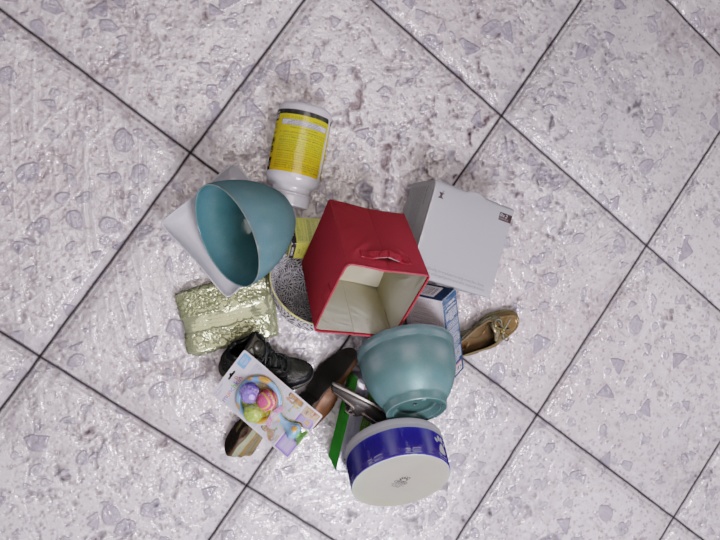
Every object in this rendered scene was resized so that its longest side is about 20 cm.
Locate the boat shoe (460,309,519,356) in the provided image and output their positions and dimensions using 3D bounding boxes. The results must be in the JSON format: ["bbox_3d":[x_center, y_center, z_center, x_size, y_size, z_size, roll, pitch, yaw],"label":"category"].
[{"bbox_3d":[0.284,0.151,1.339,0.199,0.063,0.074,-27,98,-11],"label":"boat shoe"}]

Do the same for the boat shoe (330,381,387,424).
[{"bbox_3d":[0.018,0.294,1.189,0.199,0.067,0.057,31,82,-14],"label":"boat shoe"}]

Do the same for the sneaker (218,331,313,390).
[{"bbox_3d":[-0.186,0.188,1.203,0.197,0.115,0.077,14,51,-12],"label":"sneaker"}]

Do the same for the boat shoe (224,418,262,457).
[{"bbox_3d":[-0.205,0.311,1.218,0.076,0.072,0.200,23,117,-32],"label":"boat shoe"}]

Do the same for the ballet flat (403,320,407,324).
[{"bbox_3d":[0.093,0.136,1.294,0.063,0.067,0.202,12,91,-23],"label":"ballet flat"}]

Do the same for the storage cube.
[{"bbox_3d":[0.000,0.000,1.116,0.169,0.181,0.201,8,132,-24],"label":"storage cube"}]

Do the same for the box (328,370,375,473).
[{"bbox_3d":[0.043,0.338,1.277,0.175,0.097,0.202,13,90,-14],"label":"box"}]

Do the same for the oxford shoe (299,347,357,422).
[{"bbox_3d":[-0.068,0.255,1.272,0.200,0.071,0.071,-51,130,-6],"label":"oxford shoe"}]

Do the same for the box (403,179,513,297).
[{"bbox_3d":[0.193,-0.068,1.263,0.197,0.131,0.202,17,89,-18],"label":"box"}]

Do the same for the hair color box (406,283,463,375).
[{"bbox_3d":[0.157,0.130,1.255,0.060,0.099,0.202,-34,125,-42],"label":"hair color box"}]

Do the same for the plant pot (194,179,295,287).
[{"bbox_3d":[-0.203,-0.087,1.118,0.134,0.199,0.202,-29,100,-38],"label":"plant pot"}]

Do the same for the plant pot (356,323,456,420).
[{"bbox_3d":[0.098,0.213,1.140,0.198,0.201,0.135,2,53,-13],"label":"plant pot"}]

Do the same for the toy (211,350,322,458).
[{"bbox_3d":[-0.185,0.263,1.128,0.199,0.047,0.115,39,99,0],"label":"toy"}]

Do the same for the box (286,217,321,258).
[{"bbox_3d":[-0.055,-0.065,1.220,0.198,0.050,0.076,0,51,-19],"label":"box"}]

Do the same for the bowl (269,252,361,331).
[{"bbox_3d":[-0.105,0.055,1.210,0.199,0.094,0.202,16,46,-17],"label":"bowl"}]

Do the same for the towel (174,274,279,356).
[{"bbox_3d":[-0.275,0.088,1.219,0.198,0.036,0.150,-13,95,-12],"label":"towel"}]

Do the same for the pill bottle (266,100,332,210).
[{"bbox_3d":[-0.129,-0.231,1.195,0.111,0.112,0.202,11,90,-13],"label":"pill bottle"}]

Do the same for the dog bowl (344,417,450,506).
[{"bbox_3d":[0.072,0.377,1.145,0.198,0.079,0.201,-6,134,-7],"label":"dog bowl"}]

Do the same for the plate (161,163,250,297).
[{"bbox_3d":[-0.266,-0.082,1.200,0.200,0.032,0.200,-44,101,-18],"label":"plate"}]
